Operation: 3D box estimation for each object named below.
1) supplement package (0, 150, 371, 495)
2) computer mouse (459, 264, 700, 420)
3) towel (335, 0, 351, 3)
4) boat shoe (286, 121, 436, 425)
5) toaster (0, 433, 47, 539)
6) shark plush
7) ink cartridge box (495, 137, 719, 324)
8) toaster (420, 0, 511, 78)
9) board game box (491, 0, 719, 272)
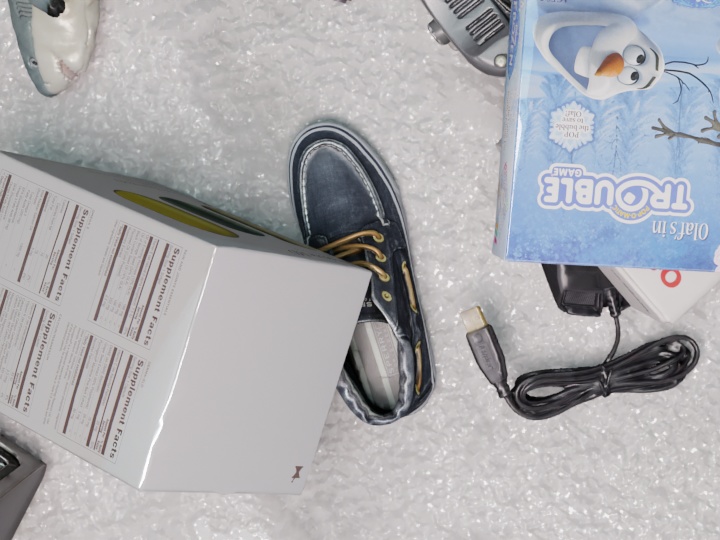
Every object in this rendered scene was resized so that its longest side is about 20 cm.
[{"bbox_3d":[-0.130,0.032,1.325,0.200,0.152,0.151,23,98,37],"label":"supplement package"},{"bbox_3d":[0.123,-0.006,1.369,0.140,0.046,0.200,-19,98,-7],"label":"computer mouse"},{"bbox_3d":[-0.051,-0.280,1.394,0.143,0.023,0.200,14,96,8],"label":"towel"},{"bbox_3d":[0.000,0.000,1.371,0.071,0.091,0.201,-19,91,9],"label":"boat shoe"},{"bbox_3d":[-0.323,0.139,1.376,0.181,0.200,0.119,33,107,6],"label":"toaster"},{"bbox_3d":[-0.235,-0.214,1.408,0.083,0.091,0.200,-36,93,39],"label":"shark plush"},{"bbox_3d":[0.204,-0.088,1.308,0.200,0.084,0.146,-42,100,-2],"label":"ink cartridge box"},{"bbox_3d":[0.127,-0.204,1.319,0.200,0.129,0.114,-39,89,10],"label":"toaster"},{"bbox_3d":[0.183,-0.100,1.237,0.199,0.043,0.200,2,98,-9],"label":"board game box"}]
